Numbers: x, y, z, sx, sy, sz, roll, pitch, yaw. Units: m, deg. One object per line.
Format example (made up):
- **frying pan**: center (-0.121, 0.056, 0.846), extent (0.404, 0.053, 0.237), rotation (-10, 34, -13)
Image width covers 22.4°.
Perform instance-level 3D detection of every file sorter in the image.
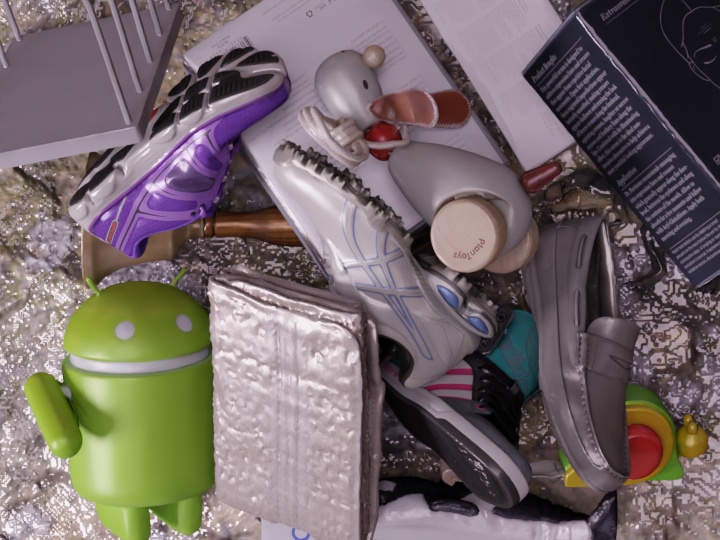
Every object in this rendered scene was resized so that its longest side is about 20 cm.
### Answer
- **file sorter**: center (-0.222, -0.180, 1.304), extent (0.138, 0.200, 0.125), rotation (-9, 121, 10)

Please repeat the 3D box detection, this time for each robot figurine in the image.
- **robot figurine**: center (-0.164, 0.099, 1.365), extent (0.174, 0.116, 0.202), rotation (-7, 103, -27)

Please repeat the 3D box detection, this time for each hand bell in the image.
- **hand bell**: center (-0.107, -0.034, 1.381), extent (0.198, 0.104, 0.105), rotation (2, 94, -3)

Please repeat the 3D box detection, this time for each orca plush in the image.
- **orca plush**: center (0.091, 0.165, 1.357), extent (0.198, 0.105, 0.072), rotation (-4, 62, 13)

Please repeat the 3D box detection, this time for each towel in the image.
- **towel**: center (-0.047, 0.097, 1.287), extent (0.132, 0.034, 0.201), rotation (17, 121, 27)

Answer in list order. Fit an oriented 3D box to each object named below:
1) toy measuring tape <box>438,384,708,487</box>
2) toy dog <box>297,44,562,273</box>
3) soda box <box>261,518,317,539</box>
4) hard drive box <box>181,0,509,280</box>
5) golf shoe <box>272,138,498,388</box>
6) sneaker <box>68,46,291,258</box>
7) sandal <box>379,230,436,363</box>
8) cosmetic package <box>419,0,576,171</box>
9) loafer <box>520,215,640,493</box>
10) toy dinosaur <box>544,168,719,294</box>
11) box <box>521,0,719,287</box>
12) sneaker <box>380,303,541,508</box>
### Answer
- **toy measuring tape**: center (0.157, 0.120, 1.328), extent (0.198, 0.074, 0.074), rotation (-1, 94, -5)
- **toy dog**: center (0.060, -0.085, 1.244), extent (0.200, 0.132, 0.096), rotation (43, 107, -8)
- **soda box**: center (-0.038, 0.198, 1.380), extent (0.063, 0.068, 0.202), rotation (1, 93, 12)
- **hard drive box**: center (-0.012, -0.112, 1.334), extent (0.155, 0.077, 0.201), rotation (-34, 87, -5)
- **golf shoe**: center (0.000, 0.000, 1.253), extent (0.200, 0.078, 0.097), rotation (43, 95, -10)
- **sneaker**: center (-0.116, -0.081, 1.282), extent (0.200, 0.081, 0.083), rotation (-36, 114, 29)
- **sandal**: center (0.009, 0.041, 1.351), extent (0.199, 0.082, 0.055), rotation (-33, 72, -2)
- **cosmetic package**: center (0.105, -0.178, 1.339), extent (0.082, 0.051, 0.201), rotation (-32, 88, 12)
- **loafer**: center (0.163, 0.055, 1.281), extent (0.069, 0.070, 0.201), rotation (-22, 66, 29)
- **toy dinosaur**: center (0.233, -0.028, 1.332), extent (0.198, 0.047, 0.089), rotation (3, 88, 6)
- **box**: center (0.239, -0.119, 1.260), extent (0.148, 0.107, 0.200), rotation (-37, 86, -24)
- **sneaker**: center (0.099, 0.089, 1.304), extent (0.120, 0.200, 0.084), rotation (-35, 120, -9)
